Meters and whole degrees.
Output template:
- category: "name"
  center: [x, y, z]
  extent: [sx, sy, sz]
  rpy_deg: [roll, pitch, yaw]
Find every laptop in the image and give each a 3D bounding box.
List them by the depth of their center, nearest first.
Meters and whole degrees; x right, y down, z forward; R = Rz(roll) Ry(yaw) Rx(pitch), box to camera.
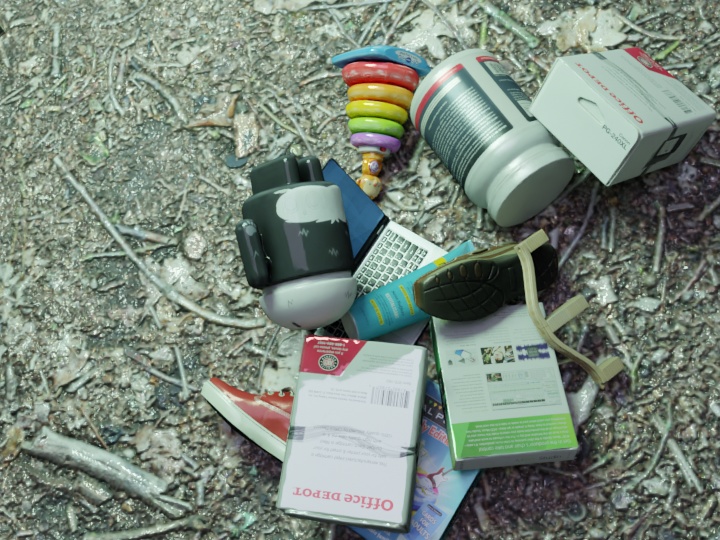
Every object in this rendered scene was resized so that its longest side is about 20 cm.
- category: "laptop"
  center: [0.000, 0.000, 1.223]
  extent: [0.199, 0.116, 0.188]
  rpy_deg: [30, 77, 20]

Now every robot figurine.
- category: "robot figurine"
  center: [-0.074, -0.031, 1.140]
  extent: [0.148, 0.125, 0.203]
  rpy_deg: [-11, 86, -12]

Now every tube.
- category: "tube"
  center: [0.071, 0.032, 1.212]
  extent: [0.198, 0.050, 0.078]
  rpy_deg: [-23, 89, -20]

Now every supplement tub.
- category: "supplement tub"
  center: [0.168, -0.171, 1.246]
  extent: [0.139, 0.141, 0.201]
  rpy_deg: [-33, 66, -4]

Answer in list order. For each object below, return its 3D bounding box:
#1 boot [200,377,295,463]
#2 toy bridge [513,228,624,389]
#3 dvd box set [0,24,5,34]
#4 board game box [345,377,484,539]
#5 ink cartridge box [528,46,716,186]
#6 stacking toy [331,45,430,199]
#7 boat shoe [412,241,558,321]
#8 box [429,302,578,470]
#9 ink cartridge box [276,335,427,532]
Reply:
- category: "boot"
  center: [-0.088, 0.158, 1.203]
  extent: [0.199, 0.073, 0.145]
  rpy_deg: [31, 76, 12]
- category: "toy bridge"
  center: [0.240, 0.054, 1.153]
  extent: [0.067, 0.027, 0.201]
  rpy_deg: [-31, 91, -22]
- category: "dvd box set"
  center: [-0.681, -0.413, 1.562]
  extent: [0.146, 0.029, 0.200]
  rpy_deg: [-39, 68, -5]
- category: "board game box"
  center: [0.061, 0.235, 1.154]
  extent: [0.150, 0.047, 0.201]
  rpy_deg: [28, 76, 19]
- category: "ink cartridge box"
  center: [0.325, -0.196, 1.199]
  extent: [0.199, 0.084, 0.146]
  rpy_deg: [-18, 58, -43]
- category: "stacking toy"
  center: [0.020, -0.195, 1.312]
  extent: [0.109, 0.115, 0.203]
  rpy_deg: [3, 85, 51]
- category: "boat shoe"
  center: [0.149, 0.010, 1.190]
  extent: [0.198, 0.074, 0.077]
  rpy_deg: [-13, 106, -26]
- category: "box"
  center: [0.165, 0.134, 1.145]
  extent: [0.142, 0.037, 0.202]
  rpy_deg: [-4, 53, -3]
- category: "ink cartridge box"
  center: [-0.005, 0.187, 1.101]
  extent: [0.143, 0.084, 0.203]
  rpy_deg: [6, 70, 7]
